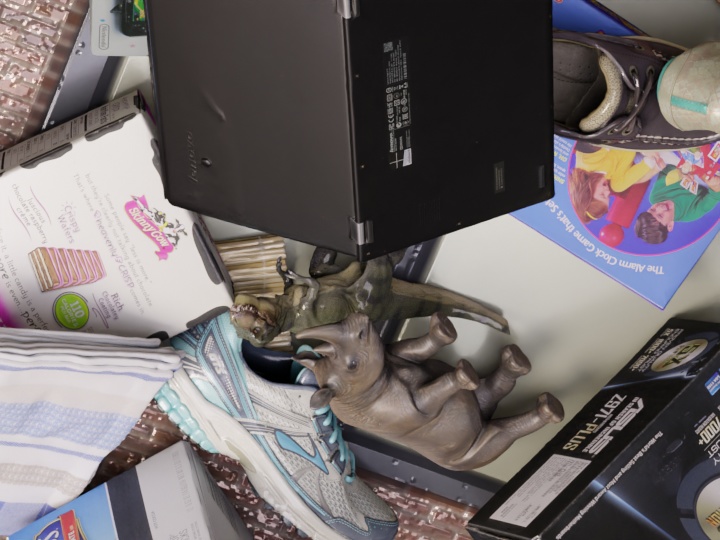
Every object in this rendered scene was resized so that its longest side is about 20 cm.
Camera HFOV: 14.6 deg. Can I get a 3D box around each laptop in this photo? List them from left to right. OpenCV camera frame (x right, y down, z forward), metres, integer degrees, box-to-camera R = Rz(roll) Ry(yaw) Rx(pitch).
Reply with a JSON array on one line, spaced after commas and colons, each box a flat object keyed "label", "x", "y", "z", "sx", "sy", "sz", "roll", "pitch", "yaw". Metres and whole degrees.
[{"label": "laptop", "x": -0.005, "y": -0.115, "z": 1.578, "sx": 0.200, "sy": 0.116, "sz": 0.188, "roll": -18, "pitch": 128, "yaw": -20}]

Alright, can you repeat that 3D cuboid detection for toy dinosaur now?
[{"label": "toy dinosaur", "x": 0.000, "y": 0.000, "z": 1.715, "sx": 0.200, "sy": 0.047, "sz": 0.088, "roll": -2, "pitch": 88, "yaw": -30}]

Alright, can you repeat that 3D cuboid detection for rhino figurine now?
[{"label": "rhino figurine", "x": 0.030, "y": 0.071, "z": 1.705, "sx": 0.087, "sy": 0.060, "sz": 0.200, "roll": -37, "pitch": 140, "yaw": 26}]

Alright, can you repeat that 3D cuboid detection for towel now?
[{"label": "towel", "x": -0.208, "y": 0.100, "z": 1.672, "sx": 0.147, "sy": 0.024, "sz": 0.200, "roll": 7, "pitch": 140, "yaw": -33}]

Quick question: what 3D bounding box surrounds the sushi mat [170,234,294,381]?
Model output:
[{"label": "sushi mat", "x": -0.141, "y": 0.035, "z": 1.734, "sx": 0.199, "sy": 0.012, "sz": 0.096, "roll": -7, "pitch": 110, "yaw": -4}]

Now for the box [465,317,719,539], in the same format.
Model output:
[{"label": "box", "x": 0.193, "y": 0.155, "z": 1.735, "sx": 0.200, "sy": 0.086, "sz": 0.164, "roll": -43, "pitch": 110, "yaw": -19}]

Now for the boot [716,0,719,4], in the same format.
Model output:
[{"label": "boot", "x": 0.230, "y": -0.204, "z": 1.663, "sx": 0.074, "sy": 0.075, "sz": 0.200, "roll": -35, "pitch": 112, "yaw": 0}]

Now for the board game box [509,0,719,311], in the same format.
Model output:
[{"label": "board game box", "x": 0.139, "y": -0.085, "z": 1.708, "sx": 0.200, "sy": 0.045, "sz": 0.135, "roll": 32, "pitch": 102, "yaw": -16}]

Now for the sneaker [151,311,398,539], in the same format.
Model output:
[{"label": "sneaker", "x": -0.039, "y": 0.098, "z": 1.725, "sx": 0.200, "sy": 0.078, "sz": 0.086, "roll": 41, "pitch": 100, "yaw": -23}]

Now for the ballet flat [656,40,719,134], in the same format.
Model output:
[{"label": "ballet flat", "x": 0.260, "y": -0.113, "z": 1.645, "sx": 0.200, "sy": 0.062, "sz": 0.068, "roll": -20, "pitch": 118, "yaw": -33}]

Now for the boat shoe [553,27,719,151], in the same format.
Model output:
[{"label": "boat shoe", "x": 0.136, "y": -0.105, "z": 1.636, "sx": 0.199, "sy": 0.065, "sz": 0.072, "roll": 14, "pitch": 103, "yaw": -19}]

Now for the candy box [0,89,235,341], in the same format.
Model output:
[{"label": "candy box", "x": -0.192, "y": -0.003, "z": 1.676, "sx": 0.200, "sy": 0.061, "sz": 0.137, "roll": -23, "pitch": 109, "yaw": 3}]

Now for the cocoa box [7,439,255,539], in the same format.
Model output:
[{"label": "cocoa box", "x": -0.108, "y": 0.234, "z": 1.723, "sx": 0.131, "sy": 0.133, "sz": 0.200, "roll": -29, "pitch": 123, "yaw": 4}]

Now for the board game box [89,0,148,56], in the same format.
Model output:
[{"label": "board game box", "x": -0.053, "y": -0.187, "z": 1.603, "sx": 0.199, "sy": 0.064, "sz": 0.148, "roll": 0, "pitch": 149, "yaw": -7}]
